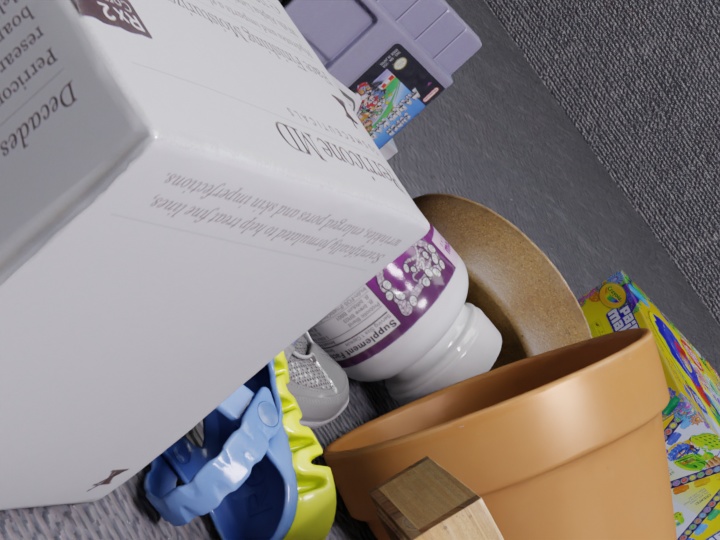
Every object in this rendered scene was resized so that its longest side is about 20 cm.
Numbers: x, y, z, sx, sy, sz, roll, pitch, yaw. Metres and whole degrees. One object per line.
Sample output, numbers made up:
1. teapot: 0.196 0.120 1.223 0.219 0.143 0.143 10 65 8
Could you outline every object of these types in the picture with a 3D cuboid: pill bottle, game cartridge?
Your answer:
1. pill bottle: 0.000 0.000 0.913 0.200 0.112 0.112 47 18 -16
2. game cartridge: -0.027 -0.125 0.943 0.130 0.200 0.038 40 16 -31

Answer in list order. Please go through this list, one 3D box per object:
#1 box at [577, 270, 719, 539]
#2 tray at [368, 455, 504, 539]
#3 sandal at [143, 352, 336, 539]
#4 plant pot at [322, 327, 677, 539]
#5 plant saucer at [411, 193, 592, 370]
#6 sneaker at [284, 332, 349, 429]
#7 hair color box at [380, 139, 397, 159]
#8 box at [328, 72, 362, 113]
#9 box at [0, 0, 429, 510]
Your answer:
1. box: 0.280 0.145 1.333 0.193 0.122 0.201 42 20 -32
2. tray: 0.071 0.183 0.599 0.201 0.037 0.099 63 -8 -6
3. sandal: -0.077 0.045 0.664 0.087 0.079 0.201 7 55 -56
4. plant pot: 0.095 0.132 0.794 0.141 0.199 0.200 69 18 1
5. plant saucer: 0.080 0.041 1.002 0.035 0.200 0.201 -36 87 -31
6. sneaker: -0.069 0.011 0.763 0.200 0.082 0.075 44 20 -23
7. hair color box: -0.076 -0.125 0.990 0.200 0.099 0.061 40 20 -35
8. box: -0.111 -0.110 0.760 0.199 0.060 0.116 20 -7 38
9. box: -0.115 -0.017 0.499 0.131 0.200 0.199 57 18 19
